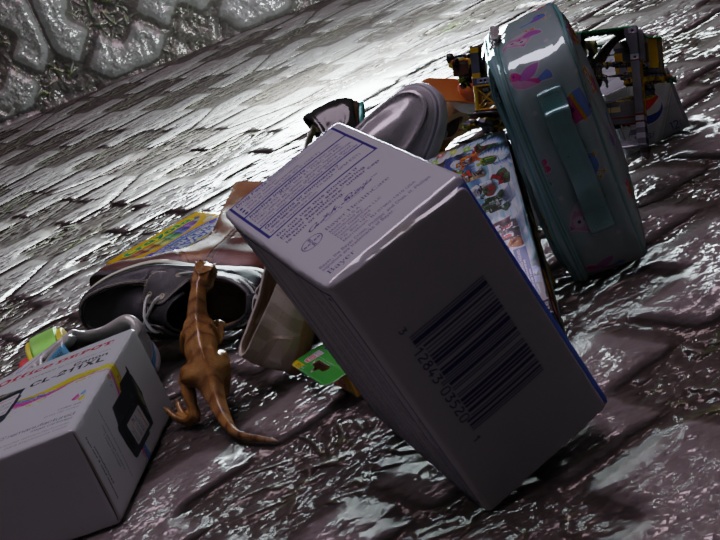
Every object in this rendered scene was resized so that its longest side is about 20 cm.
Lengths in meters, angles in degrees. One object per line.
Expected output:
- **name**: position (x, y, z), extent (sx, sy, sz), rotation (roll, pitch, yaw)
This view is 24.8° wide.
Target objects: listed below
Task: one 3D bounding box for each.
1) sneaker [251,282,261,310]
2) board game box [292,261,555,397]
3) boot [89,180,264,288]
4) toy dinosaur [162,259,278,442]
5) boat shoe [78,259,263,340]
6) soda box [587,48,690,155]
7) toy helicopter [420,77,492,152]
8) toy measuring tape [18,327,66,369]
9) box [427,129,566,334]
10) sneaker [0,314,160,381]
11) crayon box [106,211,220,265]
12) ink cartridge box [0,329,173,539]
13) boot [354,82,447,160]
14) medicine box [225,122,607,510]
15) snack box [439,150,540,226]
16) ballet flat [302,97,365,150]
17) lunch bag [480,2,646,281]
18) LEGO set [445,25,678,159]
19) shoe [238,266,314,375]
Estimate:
- **sneaker**: position (0.000, 0.000, 1.364), extent (0.199, 0.081, 0.083), rotation (-25, -10, 27)
- **board game box**: position (0.047, 0.041, 1.274), extent (0.199, 0.030, 0.095), rotation (-26, 15, -14)
- **boot**: position (-0.151, -0.034, 1.606), extent (0.187, 0.069, 0.201), rotation (-6, 37, 24)
- **toy dinosaur**: position (-0.121, 0.085, 1.293), extent (0.060, 0.107, 0.201), rotation (-7, 54, -17)
- **boat shoe**: position (-0.173, 0.030, 1.486), extent (0.198, 0.072, 0.068), rotation (-4, 11, 21)
- **soda box**: position (0.245, -0.167, 1.579), extent (0.068, 0.064, 0.200), rotation (-25, 16, -2)
- **toy helicopter**: position (0.116, -0.174, 1.621), extent (0.199, 0.079, 0.132), rotation (-34, -13, -10)
- **toy measuring tape**: position (-0.289, 0.080, 1.560), extent (0.073, 0.074, 0.200), rotation (-25, 16, -3)
- **box**: position (0.068, -0.006, 1.220), extent (0.136, 0.040, 0.201), rotation (-22, 43, 12)
- **sneaker**: position (-0.270, 0.094, 1.420), extent (0.199, 0.075, 0.087), rotation (-31, -25, -17)
- **crayon box**: position (-0.186, -0.012, 1.735), extent (0.125, 0.052, 0.200), rotation (-32, 17, -24)
- **ink cartridge box**: position (-0.245, 0.139, 1.283), extent (0.145, 0.083, 0.200), rotation (-21, 17, 12)
- **boot**: position (-0.010, -0.081, 1.370), extent (0.201, 0.073, 0.095), rotation (-53, -26, 8)
- **medicine box**: position (0.030, 0.021, 1.017), extent (0.103, 0.183, 0.200), rotation (-39, 25, -8)
- **snack box**: position (0.098, -0.065, 1.489), extent (0.142, 0.053, 0.199), rotation (-34, 19, -34)
- **ballet flat**: position (-0.021, -0.063, 1.469), extent (0.068, 0.068, 0.201), rotation (-6, 61, 0)
- **lunch bag**: position (0.154, -0.100, 1.253), extent (0.077, 0.201, 0.161), rotation (-21, 18, 13)
- **LEGO set**: position (0.177, -0.138, 1.407), extent (0.198, 0.117, 0.154), rotation (-5, 1, 7)
- **shoe**: position (-0.049, -0.012, 1.295), extent (0.053, 0.202, 0.070), rotation (12, 15, -14)
